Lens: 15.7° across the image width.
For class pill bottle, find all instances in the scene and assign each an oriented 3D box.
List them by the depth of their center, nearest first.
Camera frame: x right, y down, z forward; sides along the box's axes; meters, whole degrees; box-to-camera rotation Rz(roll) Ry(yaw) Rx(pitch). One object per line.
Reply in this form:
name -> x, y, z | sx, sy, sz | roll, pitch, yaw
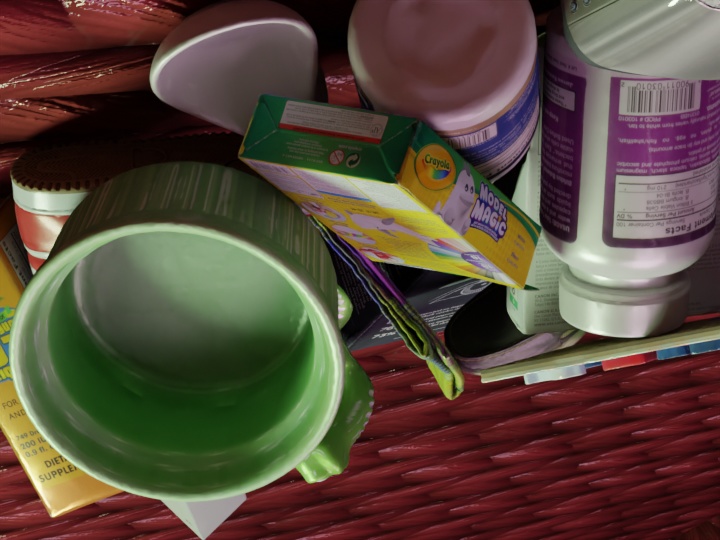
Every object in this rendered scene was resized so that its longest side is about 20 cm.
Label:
pill bottle -> 0.054, -0.112, 1.596 | 0.111, 0.111, 0.200 | -18, 165, 0
pill bottle -> 0.168, -0.065, 1.638 | 0.112, 0.200, 0.112 | 1, -158, 0

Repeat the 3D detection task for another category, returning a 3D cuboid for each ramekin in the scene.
ramekin -> -0.105, 0.031, 1.579 | 0.200, 0.200, 0.098 | -23, -153, 18

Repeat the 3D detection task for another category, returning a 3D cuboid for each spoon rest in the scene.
spoon rest -> -0.059, -0.113, 1.558 | 0.099, 0.061, 0.200 | -24, 165, 12

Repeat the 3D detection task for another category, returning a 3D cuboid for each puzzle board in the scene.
puzzle board -> 0.199, 0.047, 1.711 | 0.200, 0.017, 0.151 | -12, 179, 33

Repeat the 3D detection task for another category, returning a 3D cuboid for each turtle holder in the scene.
turtle holder -> -0.076, 0.061, 1.891 | 0.132, 0.186, 0.141 | -42, -164, -14

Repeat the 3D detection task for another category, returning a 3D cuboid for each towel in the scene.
towel -> 0.000, 0.000, 1.791 | 0.023, 0.200, 0.144 | -39, 166, -2

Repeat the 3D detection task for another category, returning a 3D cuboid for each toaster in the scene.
toaster -> 0.218, -0.178, 1.508 | 0.200, 0.114, 0.129 | 1, 166, -28

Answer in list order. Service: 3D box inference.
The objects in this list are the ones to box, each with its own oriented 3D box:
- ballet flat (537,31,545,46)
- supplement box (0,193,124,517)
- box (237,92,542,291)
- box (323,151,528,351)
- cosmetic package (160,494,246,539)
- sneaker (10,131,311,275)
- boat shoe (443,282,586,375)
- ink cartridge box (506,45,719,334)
ballet flat -> 0.098, -0.123, 1.732 | 0.200, 0.067, 0.046 | -30, 131, 33
supplement box -> -0.213, 0.056, 1.700 | 0.066, 0.200, 0.069 | -22, -165, 20
box -> 0.027, -0.041, 1.574 | 0.117, 0.048, 0.200 | 12, 164, 32
box -> 0.069, -0.032, 1.912 | 0.148, 0.104, 0.200 | -11, 163, -26
cosmetic package -> -0.161, 0.096, 1.857 | 0.052, 0.151, 0.200 | -41, 158, -13
sneaker -> -0.116, -0.022, 1.647 | 0.200, 0.071, 0.113 | 0, 125, 1
boat shoe -> 0.144, 0.003, 1.817 | 0.200, 0.075, 0.073 | -29, 150, 2
ink cartridge box -> 0.179, -0.062, 1.728 | 0.161, 0.200, 0.050 | -6, -159, -13
